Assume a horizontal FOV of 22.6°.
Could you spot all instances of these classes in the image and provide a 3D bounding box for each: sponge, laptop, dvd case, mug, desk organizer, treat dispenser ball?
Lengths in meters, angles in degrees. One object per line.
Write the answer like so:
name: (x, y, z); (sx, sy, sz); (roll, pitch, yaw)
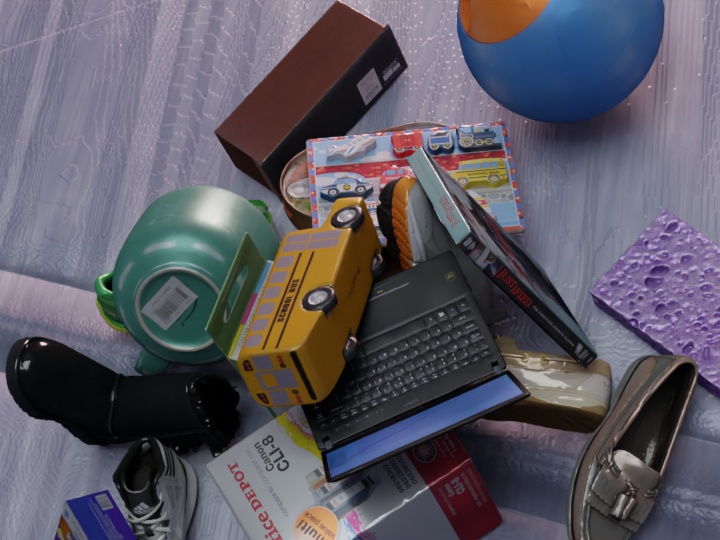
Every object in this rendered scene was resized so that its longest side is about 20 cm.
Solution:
sponge: (0.317, 0.040, 1.635); (0.112, 0.030, 0.200); (-45, 58, -10)
laptop: (0.028, 0.076, 1.492); (0.176, 0.103, 0.201); (-23, 61, -1)
dvd case: (0.126, -0.011, 1.593); (0.022, 0.200, 0.146); (-41, 35, 11)
mug: (-0.154, 0.026, 1.691); (0.151, 0.186, 0.115); (-2, 24, 9)
desk organizer: (-0.051, -0.177, 1.853); (0.077, 0.072, 0.200); (34, 76, 33)
treat dispenser ball: (0.193, -0.243, 1.734); (0.200, 0.201, 0.202); (-8, 59, 13)

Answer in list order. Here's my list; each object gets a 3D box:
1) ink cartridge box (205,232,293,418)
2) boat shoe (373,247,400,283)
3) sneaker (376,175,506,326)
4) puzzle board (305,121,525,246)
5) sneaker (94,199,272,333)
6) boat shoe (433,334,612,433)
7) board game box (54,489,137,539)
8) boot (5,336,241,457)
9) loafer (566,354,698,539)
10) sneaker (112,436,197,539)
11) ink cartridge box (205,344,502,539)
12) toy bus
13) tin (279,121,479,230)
ink cartridge box: (-0.064, 0.061, 1.643); (0.059, 0.200, 0.104); (11, 65, 25)
boat shoe: (0.000, 0.000, 1.736); (0.199, 0.068, 0.075); (-15, 58, 9)
sneaker: (0.079, -0.015, 1.654); (0.092, 0.201, 0.076); (-27, 41, -10)
puzzle board: (0.050, -0.084, 1.726); (0.199, 0.017, 0.151); (-6, 46, 0)
sneaker: (-0.174, -0.008, 1.788); (0.199, 0.084, 0.074); (-32, 56, -3)
boat shoe: (0.133, 0.095, 1.642); (0.199, 0.074, 0.069); (12, 62, 13)
board game box: (-0.212, 0.315, 1.587); (0.045, 0.135, 0.200); (-11, 48, -35)
boot: (-0.214, 0.116, 1.669); (0.162, 0.198, 0.074); (-2, 63, 24)
loafer: (0.237, 0.158, 1.559); (0.063, 0.072, 0.201); (-24, 37, 60)
sneaker: (-0.196, 0.246, 1.630); (0.075, 0.115, 0.202); (-10, 61, 12)
ink cartridge box: (-0.006, 0.197, 1.579); (0.199, 0.145, 0.146); (-34, 58, -4)
toy bus: (-0.038, 0.024, 1.533); (0.078, 0.065, 0.201); (-8, 38, 22)
tin: (0.020, -0.087, 1.767); (0.199, 0.042, 0.112); (-13, 42, -8)
